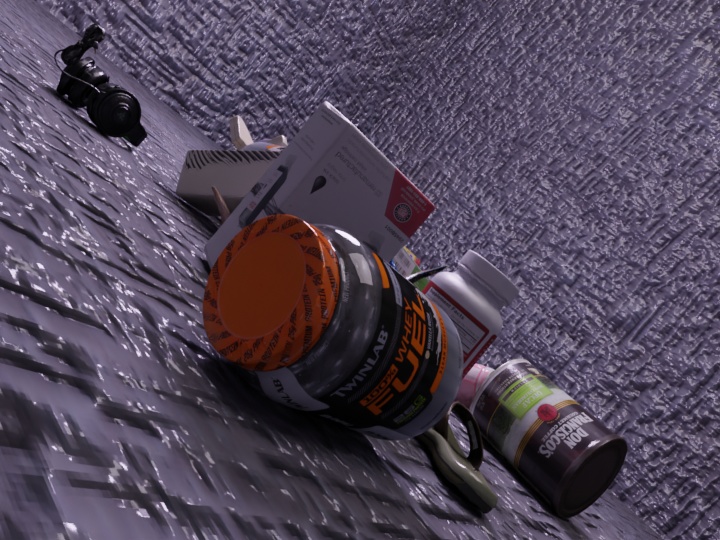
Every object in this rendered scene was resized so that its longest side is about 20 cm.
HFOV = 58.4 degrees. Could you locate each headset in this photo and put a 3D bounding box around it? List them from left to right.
[{"bbox_3d":[-0.349,-0.248,0.879,0.123,0.094,0.200,40,-9,9],"label":"headset"}]

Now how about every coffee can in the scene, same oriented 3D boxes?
[{"bbox_3d":[0.286,0.256,1.005,0.146,0.147,0.200,37,3,-45],"label":"coffee can"}]

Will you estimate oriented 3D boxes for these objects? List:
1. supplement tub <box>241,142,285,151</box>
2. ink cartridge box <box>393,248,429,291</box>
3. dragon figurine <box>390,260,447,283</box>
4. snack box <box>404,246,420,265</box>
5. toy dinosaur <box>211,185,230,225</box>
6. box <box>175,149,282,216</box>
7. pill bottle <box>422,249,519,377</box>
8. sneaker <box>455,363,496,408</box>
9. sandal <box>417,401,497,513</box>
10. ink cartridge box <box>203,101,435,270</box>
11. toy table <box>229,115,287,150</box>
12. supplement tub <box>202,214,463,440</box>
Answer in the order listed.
[{"bbox_3d":[-0.100,-0.117,0.973,0.198,0.124,0.122,22,-9,38],"label":"supplement tub"},{"bbox_3d":[0.000,0.000,0.979,0.199,0.060,0.104,2,-42,54],"label":"ink cartridge box"},{"bbox_3d":[0.022,0.030,0.825,0.196,0.059,0.100,5,43,-19],"label":"dragon figurine"},{"bbox_3d":[-0.010,-0.015,1.154,0.142,0.054,0.199,38,-35,-24],"label":"snack box"},{"bbox_3d":[-0.116,-0.033,0.841,0.198,0.087,0.135,27,-2,-13],"label":"toy dinosaur"},{"bbox_3d":[-0.142,-0.113,0.859,0.197,0.070,0.082,6,-16,26],"label":"box"},{"bbox_3d":[0.109,0.078,0.829,0.112,0.201,0.112,39,2,-2],"label":"pill bottle"},{"bbox_3d":[0.202,0.222,1.144,0.103,0.076,0.201,13,-30,33],"label":"sneaker"},{"bbox_3d":[0.100,0.173,0.672,0.080,0.058,0.201,39,3,-21],"label":"sandal"},{"bbox_3d":[-0.043,-0.043,0.667,0.145,0.200,0.085,37,8,-34],"label":"ink cartridge box"},{"bbox_3d":[-0.185,-0.167,1.143,0.117,0.182,0.202,37,25,-59],"label":"toy table"},{"bbox_3d":[-0.013,0.046,0.468,0.122,0.123,0.200,42,4,38],"label":"supplement tub"}]
